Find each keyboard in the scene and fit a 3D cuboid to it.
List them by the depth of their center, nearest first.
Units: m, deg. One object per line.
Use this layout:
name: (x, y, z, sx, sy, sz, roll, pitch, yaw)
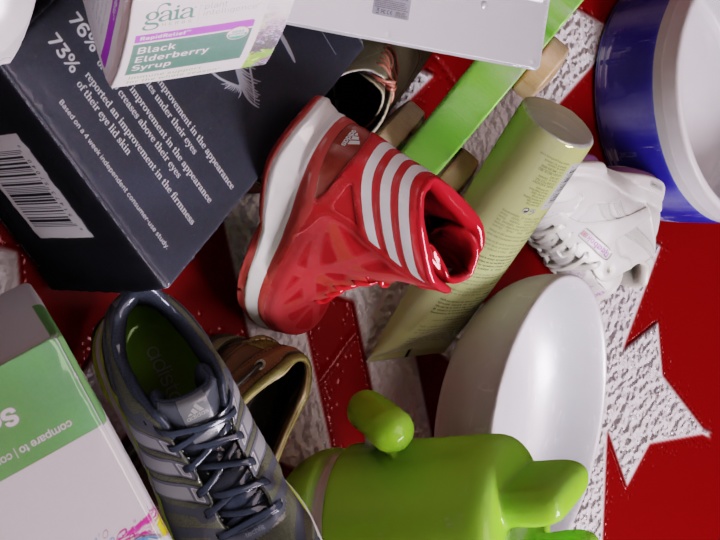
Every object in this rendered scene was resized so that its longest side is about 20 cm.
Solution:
keyboard: (0.017, -0.148, 0.822, 0.199, 0.011, 0.057, 6, 100, -28)

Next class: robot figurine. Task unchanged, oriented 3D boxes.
robot figurine: (0.034, 0.156, 0.906, 0.116, 0.199, 0.176, -29, 110, -65)

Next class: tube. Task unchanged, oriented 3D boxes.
tube: (0.073, -0.017, 0.982, 0.058, 0.200, 0.052, 24, 31, -11)

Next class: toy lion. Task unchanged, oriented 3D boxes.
toy lion: (0.104, -0.149, 0.970, 0.069, 0.192, 0.200, 40, 58, -1)

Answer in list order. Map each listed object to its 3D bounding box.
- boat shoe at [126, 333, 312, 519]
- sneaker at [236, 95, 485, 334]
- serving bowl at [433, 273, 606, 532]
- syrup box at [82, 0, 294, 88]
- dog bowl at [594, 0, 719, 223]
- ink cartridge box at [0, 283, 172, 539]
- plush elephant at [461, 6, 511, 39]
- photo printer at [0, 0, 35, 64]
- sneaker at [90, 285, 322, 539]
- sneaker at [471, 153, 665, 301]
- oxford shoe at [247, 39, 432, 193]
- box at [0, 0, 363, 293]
boat shoe: (-0.093, 0.121, 0.859, 0.072, 0.068, 0.201, 43, 62, -39)
sneaker: (0.000, 0.000, 0.860, 0.078, 0.115, 0.200, -53, 167, -25)
serving bowl: (0.099, 0.097, 1.042, 0.200, 0.066, 0.201, -28, 123, -56)
syrup box: (-0.099, -0.191, 0.713, 0.078, 0.081, 0.201, -12, 72, -21)
dog bowl: (0.272, -0.137, 1.223, 0.200, 0.079, 0.201, -1, 91, -45)
ink cartridge box: (-0.140, 0.120, 0.732, 0.084, 0.145, 0.201, -28, 106, -12)
plush elephant: (0.017, -0.205, 0.900, 0.200, 0.164, 0.155, 49, 45, -46)
photo printer: (-0.205, -0.186, 0.652, 0.069, 0.166, 0.201, -62, 167, -67)
sneaker: (-0.081, 0.093, 0.794, 0.074, 0.081, 0.200, -31, 75, -13)
sneaker: (0.155, -0.031, 1.106, 0.200, 0.075, 0.100, 7, 84, -45)
oxford shoe: (0.003, -0.111, 0.951, 0.200, 0.075, 0.071, -49, 122, -34)
box: (-0.114, -0.109, 0.811, 0.200, 0.104, 0.148, -53, 124, -32)
